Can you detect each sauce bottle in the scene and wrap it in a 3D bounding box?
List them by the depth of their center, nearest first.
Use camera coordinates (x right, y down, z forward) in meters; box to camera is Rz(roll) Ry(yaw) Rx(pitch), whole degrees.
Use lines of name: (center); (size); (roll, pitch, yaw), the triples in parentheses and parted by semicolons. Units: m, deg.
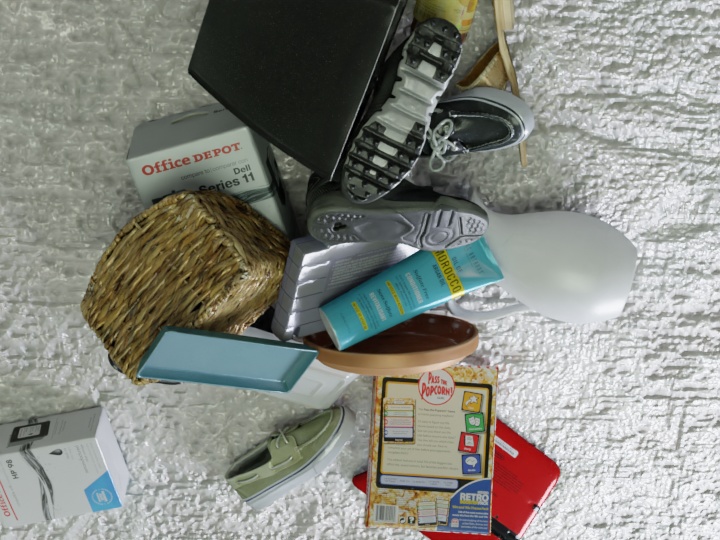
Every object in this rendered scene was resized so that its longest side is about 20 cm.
sauce bottle: (0.103, -0.328, 1.399); (0.065, 0.066, 0.201); (11, 122, -7)

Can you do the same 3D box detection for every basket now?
basket: (-0.186, 0.008, 1.495); (0.200, 0.149, 0.143); (-45, 76, 21)

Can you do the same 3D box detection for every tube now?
tube: (0.053, 0.019, 1.492); (0.199, 0.050, 0.078); (-28, 100, -10)

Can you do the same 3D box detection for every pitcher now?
pitcher: (0.200, 0.006, 1.574); (0.198, 0.122, 0.172); (15, 131, 3)

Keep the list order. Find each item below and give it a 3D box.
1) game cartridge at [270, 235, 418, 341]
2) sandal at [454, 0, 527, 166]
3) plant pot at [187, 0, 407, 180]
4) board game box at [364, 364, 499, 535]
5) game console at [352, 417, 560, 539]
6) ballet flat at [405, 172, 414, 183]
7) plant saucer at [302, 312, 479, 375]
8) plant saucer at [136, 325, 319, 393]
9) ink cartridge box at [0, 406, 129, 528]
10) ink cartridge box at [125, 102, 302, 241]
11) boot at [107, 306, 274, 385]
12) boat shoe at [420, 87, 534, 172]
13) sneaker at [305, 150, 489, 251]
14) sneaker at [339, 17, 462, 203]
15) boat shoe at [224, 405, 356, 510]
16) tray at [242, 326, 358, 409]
game cartridge: (0.000, 0.000, 1.513); (0.199, 0.038, 0.130); (-14, 131, -34)
sandal: (0.133, -0.211, 1.466); (0.069, 0.078, 0.213); (-6, 112, 5)
plant pot: (-0.059, -0.243, 1.384); (0.176, 0.200, 0.201); (23, 118, -2)
board game box: (0.085, 0.211, 1.664); (0.150, 0.046, 0.202); (5, 84, -3)
game console: (0.123, 0.262, 1.772); (0.200, 0.119, 0.173); (37, 82, -21)
ballet flat: (0.023, -0.049, 1.572); (0.071, 0.072, 0.201); (19, 120, -11)
plant saucer: (0.034, 0.083, 1.562); (0.198, 0.200, 0.033); (-2, 100, 0)
plant saucer: (-0.138, 0.093, 1.456); (0.199, 0.019, 0.070); (11, 128, -39)
ink cartridge box: (-0.403, 0.250, 1.730); (0.198, 0.067, 0.117); (-11, 121, 6)
ink cartridge box: (-0.158, -0.074, 1.534); (0.145, 0.083, 0.201); (-15, 119, 7)
boot: (-0.190, 0.085, 1.647); (0.198, 0.070, 0.132); (17, 130, -13)
boat shoe: (0.083, -0.147, 1.453); (0.198, 0.068, 0.074); (8, 133, 29)
sneaker: (0.038, -0.082, 1.459); (0.198, 0.115, 0.076); (3, 141, -13)
sneaker: (0.037, -0.160, 1.399); (0.066, 0.090, 0.201); (26, 94, -12)
boat shoe: (-0.089, 0.228, 1.719); (0.062, 0.072, 0.200); (38, 116, -23)
tray: (-0.101, 0.118, 1.624); (0.199, 0.022, 0.107); (18, 137, -23)
